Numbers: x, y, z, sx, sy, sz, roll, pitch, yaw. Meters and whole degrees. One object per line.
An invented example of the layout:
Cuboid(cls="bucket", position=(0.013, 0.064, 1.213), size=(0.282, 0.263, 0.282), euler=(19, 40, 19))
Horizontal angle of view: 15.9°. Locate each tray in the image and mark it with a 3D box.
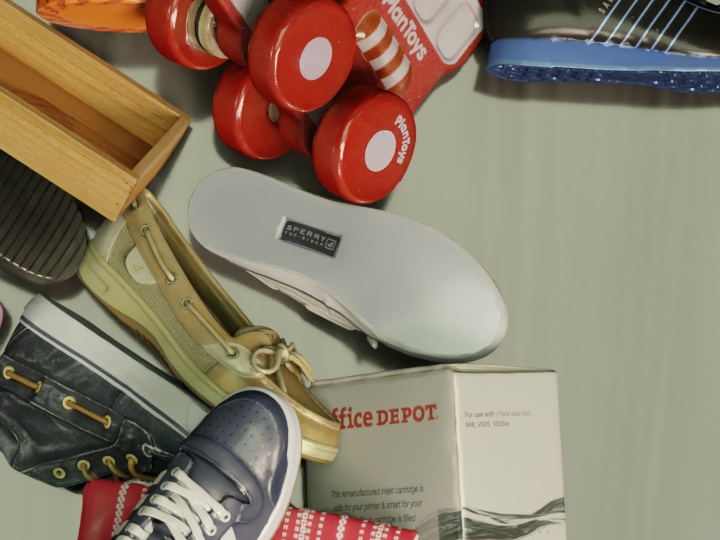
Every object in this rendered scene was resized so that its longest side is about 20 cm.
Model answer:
Cuboid(cls="tray", position=(-0.203, -0.112, 1.494), size=(0.199, 0.099, 0.037), euler=(34, 119, 0))

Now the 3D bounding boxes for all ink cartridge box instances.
Cuboid(cls="ink cartridge box", position=(0.043, 0.157, 1.452), size=(0.083, 0.146, 0.202), euler=(1, 84, -37))

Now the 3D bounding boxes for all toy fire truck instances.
Cuboid(cls="toy fire truck", position=(-0.015, -0.149, 1.467), size=(0.112, 0.200, 0.168), euler=(24, 68, 41))

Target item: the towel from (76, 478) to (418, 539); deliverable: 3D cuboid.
Cuboid(cls="towel", position=(-0.073, 0.198, 1.413), size=(0.198, 0.022, 0.146), euler=(7, 84, 17))

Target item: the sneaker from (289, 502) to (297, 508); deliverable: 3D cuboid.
Cuboid(cls="sneaker", position=(-0.084, 0.218, 1.489), size=(0.075, 0.090, 0.201), euler=(16, 104, -42))

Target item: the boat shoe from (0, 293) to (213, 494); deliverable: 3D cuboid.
Cuboid(cls="boat shoe", position=(-0.133, 0.100, 1.475), size=(0.200, 0.071, 0.091), euler=(32, 90, 26))

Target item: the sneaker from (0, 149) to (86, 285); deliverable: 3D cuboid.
Cuboid(cls="sneaker", position=(-0.251, -0.050, 1.498), size=(0.199, 0.089, 0.074), euler=(35, 53, -3))

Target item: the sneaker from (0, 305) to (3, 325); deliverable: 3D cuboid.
Cuboid(cls="sneaker", position=(-0.302, 0.059, 1.486), size=(0.199, 0.081, 0.089), euler=(-33, 80, -5))

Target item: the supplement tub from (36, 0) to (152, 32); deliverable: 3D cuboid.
Cuboid(cls="supplement tub", position=(-0.137, -0.246, 1.498), size=(0.121, 0.123, 0.202), euler=(1, 85, -3))

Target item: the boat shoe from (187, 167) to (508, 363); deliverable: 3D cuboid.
Cuboid(cls="boat shoe", position=(-0.003, 0.004, 1.499), size=(0.201, 0.086, 0.075), euler=(20, 83, 16))

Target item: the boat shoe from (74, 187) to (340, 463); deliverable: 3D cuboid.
Cuboid(cls="boat shoe", position=(-0.080, 0.033, 1.475), size=(0.200, 0.073, 0.063), euler=(41, 98, 27))

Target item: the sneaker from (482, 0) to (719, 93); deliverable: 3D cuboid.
Cuboid(cls="sneaker", position=(0.172, -0.150, 1.533), size=(0.198, 0.070, 0.079), euler=(3, 83, -7))

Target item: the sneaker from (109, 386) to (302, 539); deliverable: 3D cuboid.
Cuboid(cls="sneaker", position=(-0.109, 0.145, 1.362), size=(0.070, 0.108, 0.201), euler=(36, 93, 19))
